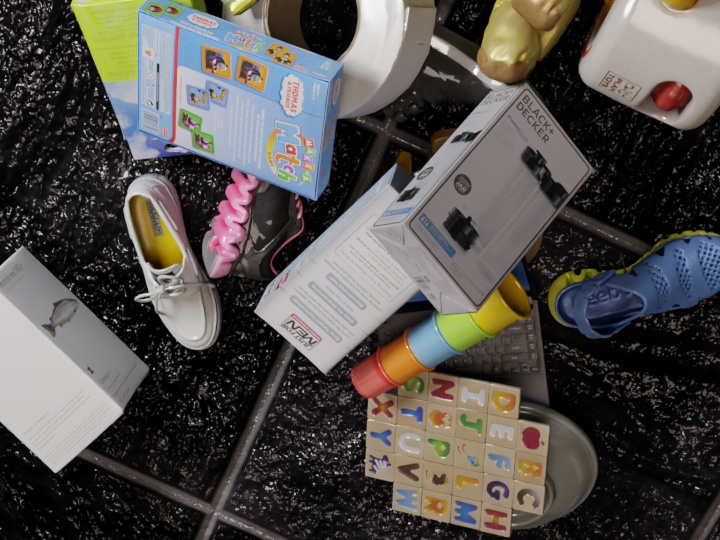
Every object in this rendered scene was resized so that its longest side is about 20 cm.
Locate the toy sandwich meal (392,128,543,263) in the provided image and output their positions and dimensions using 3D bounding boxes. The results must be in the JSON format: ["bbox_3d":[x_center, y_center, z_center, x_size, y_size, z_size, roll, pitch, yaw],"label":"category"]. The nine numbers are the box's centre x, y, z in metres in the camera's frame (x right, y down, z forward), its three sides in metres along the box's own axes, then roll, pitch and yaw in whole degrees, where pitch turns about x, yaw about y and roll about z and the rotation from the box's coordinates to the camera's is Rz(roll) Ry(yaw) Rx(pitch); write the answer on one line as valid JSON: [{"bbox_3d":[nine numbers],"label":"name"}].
[{"bbox_3d":[0.095,-0.058,1.552,0.205,0.070,0.205,1,138,1],"label":"toy sandwich meal"}]

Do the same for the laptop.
[{"bbox_3d":[0.094,0.069,1.562,0.177,0.103,0.200,-6,94,14],"label":"laptop"}]

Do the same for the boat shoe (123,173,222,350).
[{"bbox_3d":[-0.203,0.001,1.610,0.075,0.086,0.202,-11,108,12],"label":"boat shoe"}]

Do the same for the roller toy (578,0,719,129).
[{"bbox_3d":[0.287,-0.234,1.400,0.140,0.200,0.182,25,117,-1],"label":"roller toy"}]

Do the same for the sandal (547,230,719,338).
[{"bbox_3d":[0.289,0.022,1.548,0.200,0.087,0.080,-23,103,13],"label":"sandal"}]

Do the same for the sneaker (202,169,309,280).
[{"bbox_3d":[-0.091,-0.074,1.585,0.095,0.079,0.200,17,114,-21],"label":"sneaker"}]

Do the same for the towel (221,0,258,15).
[{"bbox_3d":[-0.145,-0.345,1.440,0.086,0.018,0.200,-37,90,13],"label":"towel"}]

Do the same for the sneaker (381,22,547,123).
[{"bbox_3d":[0.084,-0.180,1.516,0.200,0.071,0.099,30,113,3],"label":"sneaker"}]

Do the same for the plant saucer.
[{"bbox_3d":[0.153,0.222,1.624,0.200,0.050,0.200,4,131,5],"label":"plant saucer"}]

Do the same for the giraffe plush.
[{"bbox_3d":[0.138,-0.297,1.425,0.162,0.173,0.200,37,106,5],"label":"giraffe plush"}]

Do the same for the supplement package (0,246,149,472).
[{"bbox_3d":[-0.349,0.095,1.649,0.117,0.117,0.200,-41,100,20],"label":"supplement package"}]

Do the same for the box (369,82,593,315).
[{"bbox_3d":[0.116,-0.068,1.419,0.117,0.060,0.200,50,64,-17],"label":"box"}]

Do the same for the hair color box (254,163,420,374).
[{"bbox_3d":[0.000,0.000,1.496,0.099,0.061,0.200,42,115,-11],"label":"hair color box"}]

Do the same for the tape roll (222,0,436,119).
[{"bbox_3d":[-0.031,-0.245,1.469,0.202,0.071,0.203,4,99,27],"label":"tape roll"}]

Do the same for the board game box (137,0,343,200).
[{"bbox_3d":[-0.119,-0.164,1.453,0.200,0.037,0.151,23,137,13],"label":"board game box"}]

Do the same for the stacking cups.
[{"bbox_3d":[0.075,0.071,1.524,0.200,0.061,0.061,-34,102,26],"label":"stacking cups"}]

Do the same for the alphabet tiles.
[{"bbox_3d":[0.098,0.188,1.581,0.200,0.006,0.166,10,108,21],"label":"alphabet tiles"}]

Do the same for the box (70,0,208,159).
[{"bbox_3d":[-0.199,-0.204,1.524,0.122,0.048,0.200,-5,136,11],"label":"box"}]
